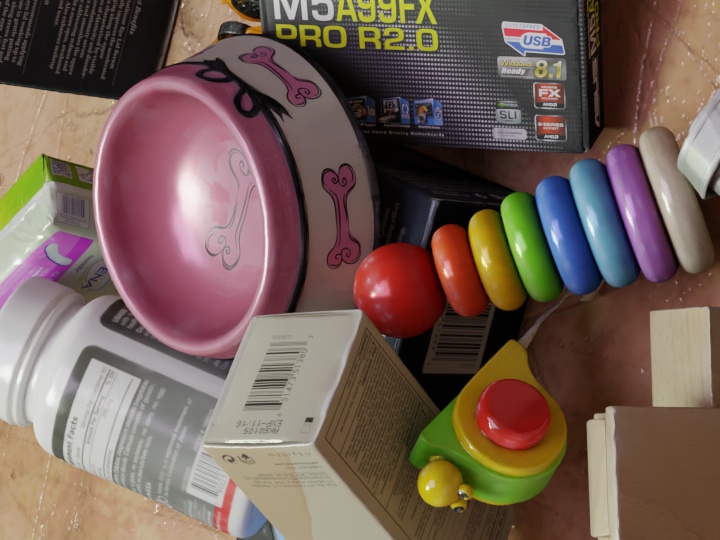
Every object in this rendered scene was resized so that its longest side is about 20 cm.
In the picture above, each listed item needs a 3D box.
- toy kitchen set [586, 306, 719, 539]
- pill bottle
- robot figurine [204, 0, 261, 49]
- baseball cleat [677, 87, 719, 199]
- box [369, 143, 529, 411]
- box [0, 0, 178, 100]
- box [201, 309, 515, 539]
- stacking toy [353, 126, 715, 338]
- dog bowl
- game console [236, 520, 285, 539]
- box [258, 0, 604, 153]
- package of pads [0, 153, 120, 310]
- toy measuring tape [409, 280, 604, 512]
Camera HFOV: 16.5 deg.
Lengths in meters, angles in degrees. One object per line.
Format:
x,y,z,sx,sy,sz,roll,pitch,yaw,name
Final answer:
0.127,0.124,1.355,0.180,0.163,0.200,-6,83,46,toy kitchen set
-0.140,0.085,1.609,0.200,0.114,0.114,23,107,10,pill bottle
-0.024,-0.161,1.591,0.200,0.058,0.145,-4,60,46,robot figurine
0.220,-0.023,1.320,0.106,0.070,0.200,3,80,15,baseball cleat
0.000,0.000,1.537,0.200,0.107,0.149,26,106,43,box
-0.251,-0.194,1.746,0.148,0.200,0.104,26,106,43,box
0.004,0.118,1.400,0.078,0.200,0.095,-4,49,33,box
0.092,-0.010,1.390,0.200,0.085,0.085,-20,70,7,stacking toy
-0.081,-0.037,1.466,0.200,0.074,0.200,15,111,44,dog bowl
-0.032,0.212,1.550,0.200,0.116,0.176,-29,68,41,game console
0.040,-0.154,1.451,0.200,0.044,0.160,4,115,18,box
-0.202,0.012,1.714,0.200,0.154,0.068,-41,48,37,package of pads
0.100,0.073,1.396,0.074,0.200,0.074,25,137,26,toy measuring tape
